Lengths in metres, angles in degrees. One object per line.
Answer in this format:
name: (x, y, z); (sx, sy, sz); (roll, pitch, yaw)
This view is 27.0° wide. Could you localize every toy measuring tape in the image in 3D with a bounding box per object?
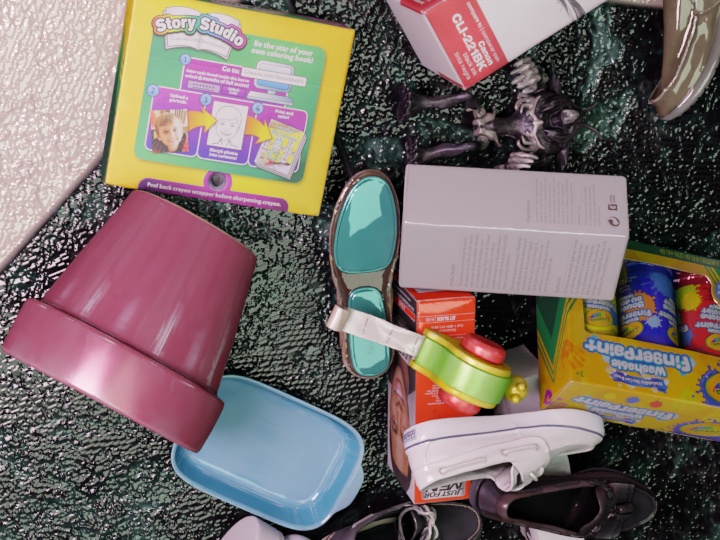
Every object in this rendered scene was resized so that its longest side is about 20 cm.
toy measuring tape: (0.067, 0.080, 1.336); (0.199, 0.074, 0.074); (22, 99, -20)

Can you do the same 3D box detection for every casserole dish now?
casserole dish: (-0.091, 0.171, 1.449); (0.199, 0.039, 0.122); (26, 98, -17)

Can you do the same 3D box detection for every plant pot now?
plant pot: (-0.186, 0.038, 1.321); (0.199, 0.200, 0.180); (31, 81, -19)

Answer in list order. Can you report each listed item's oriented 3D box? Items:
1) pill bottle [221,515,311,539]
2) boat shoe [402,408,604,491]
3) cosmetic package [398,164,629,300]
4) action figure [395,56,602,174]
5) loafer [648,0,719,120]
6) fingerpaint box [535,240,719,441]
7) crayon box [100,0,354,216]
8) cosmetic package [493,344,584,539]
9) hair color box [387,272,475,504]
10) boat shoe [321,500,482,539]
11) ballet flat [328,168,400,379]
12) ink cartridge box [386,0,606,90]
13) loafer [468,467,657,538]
pill bottle: (-0.050, 0.329, 1.461); (0.200, 0.114, 0.115); (36, 95, -18)
boat shoe: (0.135, 0.170, 1.374); (0.199, 0.074, 0.066); (-3, 67, -17)
cosmetic package: (0.136, -0.034, 1.360); (0.198, 0.072, 0.102); (4, 144, 1)
action figure: (0.138, -0.134, 1.386); (0.199, 0.102, 0.120); (-6, 95, -10)
loafer: (0.311, -0.241, 1.419); (0.069, 0.075, 0.201); (20, 95, -5)
fingerpaint box: (0.273, 0.062, 1.436); (0.199, 0.073, 0.168); (12, 59, -15)
crayon box: (-0.120, -0.151, 1.344); (0.199, 0.058, 0.174); (8, 102, -15)
cosmetic package: (0.172, 0.183, 1.489); (0.050, 0.083, 0.201); (-16, 107, -9)
hair color box: (0.066, 0.110, 1.435); (0.061, 0.102, 0.201); (-4, 105, -13)
boat shoe: (0.051, 0.260, 1.454); (0.199, 0.063, 0.073); (-6, 66, -37)
ballet flat: (0.000, 0.000, 1.408); (0.068, 0.067, 0.201); (1, 104, -8)
ink cartridge box: (0.137, -0.257, 1.328); (0.199, 0.144, 0.084); (-33, 111, -2)
loafer: (0.201, 0.227, 1.428); (0.199, 0.063, 0.072); (8, 100, -22)
